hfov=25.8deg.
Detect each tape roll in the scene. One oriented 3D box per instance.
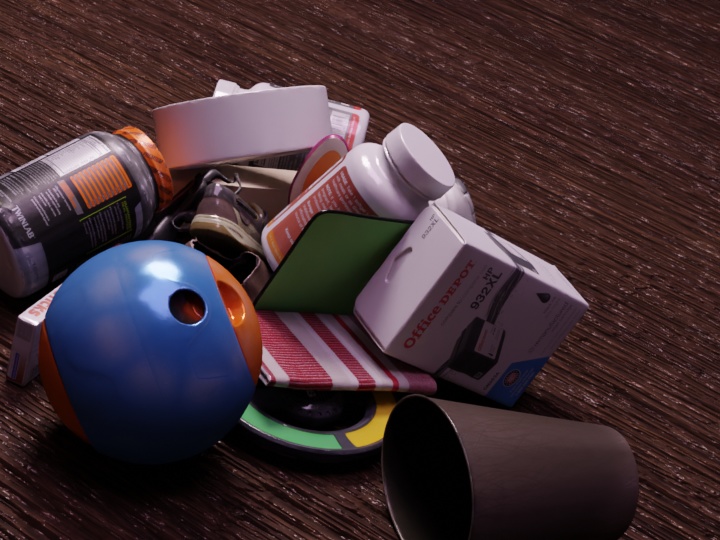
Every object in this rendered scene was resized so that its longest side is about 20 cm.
[{"bbox_3d":[-0.132,-0.160,1.780,0.202,0.071,0.202,-9,3,0],"label":"tape roll"}]

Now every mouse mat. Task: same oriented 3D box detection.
[{"bbox_3d":[0.000,0.000,1.632,0.199,0.161,0.008,7,45,-35],"label":"mouse mat"}]

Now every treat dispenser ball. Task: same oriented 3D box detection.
[{"bbox_3d":[-0.188,0.073,1.415,0.200,0.201,0.201,13,27,-7],"label":"treat dispenser ball"}]

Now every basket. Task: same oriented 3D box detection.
[{"bbox_3d":[0.143,0.195,1.451,0.199,0.136,0.180,5,33,-29],"label":"basket"}]

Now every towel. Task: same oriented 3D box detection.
[{"bbox_3d":[-0.037,0.085,1.595,0.199,0.023,0.144,5,24,-34],"label":"towel"}]

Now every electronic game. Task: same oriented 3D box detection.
[{"bbox_3d":[-0.054,0.126,1.563,0.199,0.042,0.200,13,28,-7],"label":"electronic game"}]

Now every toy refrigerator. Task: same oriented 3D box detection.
[{"bbox_3d":[-0.159,-0.082,1.869,0.199,0.070,0.076,4,22,-23],"label":"toy refrigerator"}]

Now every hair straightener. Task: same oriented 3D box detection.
[{"bbox_3d":[-0.193,-0.052,1.753,0.077,0.041,0.200,23,46,28],"label":"hair straightener"}]

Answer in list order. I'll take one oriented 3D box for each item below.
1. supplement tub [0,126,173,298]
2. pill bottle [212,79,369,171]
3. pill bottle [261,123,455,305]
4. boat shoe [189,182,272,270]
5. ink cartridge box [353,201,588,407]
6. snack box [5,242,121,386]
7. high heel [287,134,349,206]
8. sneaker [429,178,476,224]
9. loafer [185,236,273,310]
[{"bbox_3d":[-0.303,-0.067,1.642,0.200,0.123,0.122,-31,50,-30],"label":"supplement tub"},{"bbox_3d":[-0.097,-0.175,2.023,0.199,0.116,0.116,15,27,-2],"label":"pill bottle"},{"bbox_3d":[0.000,-0.060,1.655,0.112,0.200,0.112,40,25,-23],"label":"pill bottle"},{"bbox_3d":[-0.125,-0.044,1.722,0.072,0.066,0.201,10,-10,20],"label":"boat shoe"},{"bbox_3d":[0.116,0.039,1.635,0.200,0.145,0.084,25,18,-38],"label":"ink cartridge box"},{"bbox_3d":[-0.285,0.041,1.564,0.024,0.072,0.200,23,28,11],"label":"snack box"},{"bbox_3d":[-0.050,-0.083,1.783,0.067,0.201,0.096,7,34,-5],"label":"high heel"},{"bbox_3d":[0.092,0.000,1.737,0.087,0.201,0.075,-12,14,-1],"label":"sneaker"},{"bbox_3d":[-0.115,0.023,1.657,0.199,0.071,0.073,19,30,-28],"label":"loafer"}]
